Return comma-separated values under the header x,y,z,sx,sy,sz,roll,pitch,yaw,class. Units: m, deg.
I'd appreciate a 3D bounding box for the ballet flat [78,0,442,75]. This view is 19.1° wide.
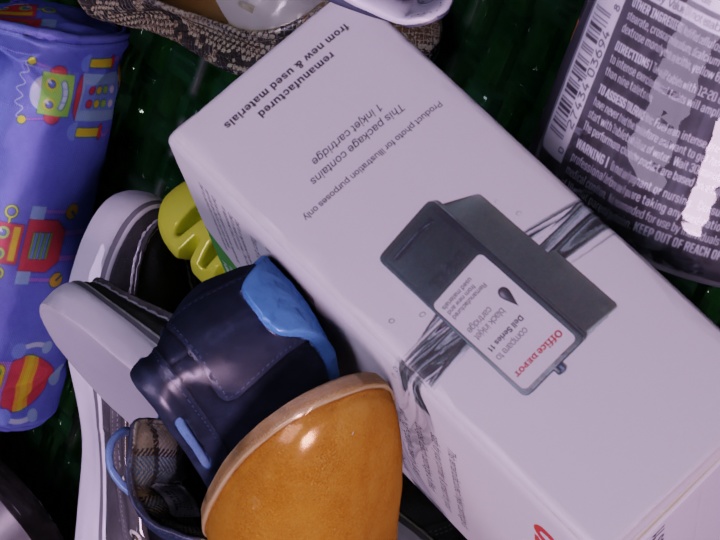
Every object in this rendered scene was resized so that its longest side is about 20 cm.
x,y,z,sx,sy,sz,roll,pitch,yaw,class
-0.059,-0.122,0.873,0.200,0.075,0.068,20,69,39,ballet flat

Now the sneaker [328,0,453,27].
x,y,z,sx,sy,sz,roll,pitch,yaw,class
0.049,-0.136,0.702,0.109,0.200,0.070,-114,19,-53,sneaker

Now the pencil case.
x,y,z,sx,sy,sz,roll,pitch,yaw,class
-0.160,-0.027,0.972,0.087,0.078,0.200,44,124,58,pencil case

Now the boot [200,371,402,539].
x,y,z,sx,sy,sz,roll,pitch,yaw,class
0.005,0.138,0.679,0.144,0.071,0.201,58,151,30,boot

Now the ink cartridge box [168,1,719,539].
x,y,z,sx,sy,sz,roll,pitch,yaw,class
0.040,0.024,0.716,0.083,0.147,0.200,-41,70,-11,ink cartridge box

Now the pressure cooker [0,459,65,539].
x,y,z,sx,sy,sz,roll,pitch,yaw,class
-0.241,0.174,0.949,0.179,0.200,0.176,16,134,32,pressure cooker

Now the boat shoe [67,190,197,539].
x,y,z,sx,sy,sz,roll,pitch,yaw,class
-0.084,0.067,0.923,0.066,0.070,0.200,12,102,33,boat shoe

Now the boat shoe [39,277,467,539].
x,y,z,sx,sy,sz,roll,pitch,yaw,class
-0.039,0.060,0.858,0.200,0.057,0.069,35,157,12,boat shoe

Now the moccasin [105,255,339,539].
x,y,z,sx,sy,sz,roll,pitch,yaw,class
-0.054,0.060,0.734,0.080,0.068,0.200,49,159,27,moccasin

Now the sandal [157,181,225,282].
x,y,z,sx,sy,sz,roll,pitch,yaw,class
0.000,0.000,0.840,0.200,0.079,0.087,42,115,28,sandal

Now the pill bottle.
x,y,z,sx,sy,sz,roll,pitch,yaw,class
0.135,-0.102,0.694,0.106,0.106,0.200,34,115,33,pill bottle
